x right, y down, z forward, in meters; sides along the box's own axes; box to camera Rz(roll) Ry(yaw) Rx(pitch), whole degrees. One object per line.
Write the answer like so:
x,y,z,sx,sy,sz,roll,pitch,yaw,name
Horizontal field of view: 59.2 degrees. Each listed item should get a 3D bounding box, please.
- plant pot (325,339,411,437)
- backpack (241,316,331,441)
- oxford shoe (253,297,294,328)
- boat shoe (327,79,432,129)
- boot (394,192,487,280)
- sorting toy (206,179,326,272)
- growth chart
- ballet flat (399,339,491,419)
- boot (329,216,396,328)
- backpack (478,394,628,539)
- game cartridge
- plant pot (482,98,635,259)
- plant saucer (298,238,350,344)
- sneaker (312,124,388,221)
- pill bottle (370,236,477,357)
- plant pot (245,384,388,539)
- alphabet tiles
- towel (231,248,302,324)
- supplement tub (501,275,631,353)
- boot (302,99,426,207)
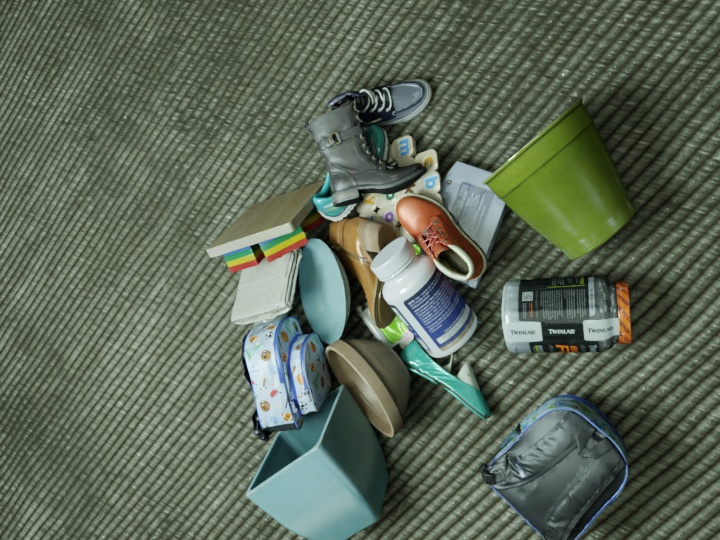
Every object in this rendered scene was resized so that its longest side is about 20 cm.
0.029,0.198,1.176,0.092,0.202,0.202,-35,74,-19,plant pot
-0.144,0.188,1.205,0.151,0.200,0.194,-20,101,9,backpack
-0.162,0.054,1.302,0.075,0.057,0.204,24,95,65,oxford shoe
0.033,-0.310,1.185,0.196,0.092,0.077,-16,85,23,boat shoe
0.128,-0.059,1.079,0.199,0.107,0.076,42,112,11,boot
-0.165,-0.080,1.232,0.195,0.201,0.071,-15,114,26,sorting toy
0.084,0.054,1.210,0.144,0.018,0.201,42,104,17,growth chart
0.163,0.190,1.159,0.198,0.067,0.071,31,88,17,ballet flat
0.000,0.000,1.202,0.153,0.076,0.205,10,115,49,boot
0.331,0.312,1.042,0.183,0.146,0.201,43,111,16,backpack
0.185,-0.086,1.148,0.131,0.041,0.204,22,94,17,game cartridge
0.332,-0.131,1.021,0.199,0.200,0.194,-39,88,19,plant pot
-0.062,0.037,1.227,0.200,0.038,0.206,29,124,55,plant saucer
-0.016,-0.188,1.192,0.077,0.079,0.202,31,88,46,sneaker
0.108,0.044,1.111,0.110,0.112,0.201,-34,107,19,pill bottle
-0.057,0.384,1.187,0.195,0.197,0.201,-37,100,24,plant pot
0.069,-0.144,1.191,0.192,0.014,0.206,-13,77,38,alphabet tiles
-0.188,0.032,1.266,0.198,0.034,0.136,-15,58,47,towel
0.339,0.073,1.047,0.195,0.122,0.126,-4,90,24,supplement tub
0.008,-0.220,1.131,0.195,0.069,0.178,-15,85,-2,boot
